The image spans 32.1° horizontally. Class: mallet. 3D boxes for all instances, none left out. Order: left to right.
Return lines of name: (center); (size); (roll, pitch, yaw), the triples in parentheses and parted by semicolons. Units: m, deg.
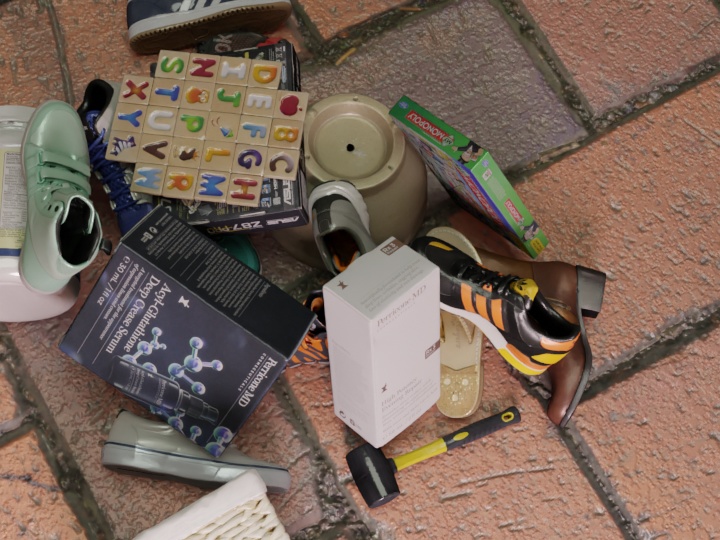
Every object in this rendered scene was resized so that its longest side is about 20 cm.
mallet: (0.086, 0.198, 1.335); (0.199, 0.041, 0.066); (-13, 69, -15)

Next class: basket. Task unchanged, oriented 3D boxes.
basket: (-0.147, 0.314, 1.180); (0.200, 0.198, 0.161); (-30, 77, -17)

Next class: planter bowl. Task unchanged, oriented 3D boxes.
planter bowl: (-0.015, -0.116, 1.401); (0.199, 0.135, 0.201); (2, 67, -5)

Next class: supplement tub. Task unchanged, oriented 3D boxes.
supplement tub: (-0.371, -0.060, 1.339); (0.144, 0.145, 0.201); (-1, 67, -6)

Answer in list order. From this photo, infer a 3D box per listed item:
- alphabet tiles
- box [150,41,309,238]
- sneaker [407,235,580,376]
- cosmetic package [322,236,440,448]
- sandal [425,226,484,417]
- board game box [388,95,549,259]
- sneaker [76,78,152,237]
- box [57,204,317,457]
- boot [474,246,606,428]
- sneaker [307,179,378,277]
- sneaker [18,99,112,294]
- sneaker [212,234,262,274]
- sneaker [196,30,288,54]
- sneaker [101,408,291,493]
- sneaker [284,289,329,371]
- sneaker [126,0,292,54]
alphabet tiles: (-0.158, -0.149, 1.292); (0.199, 0.006, 0.167); (7, 69, 5)
box: (-0.140, -0.136, 1.323); (0.161, 0.049, 0.201); (-8, 69, 6)
sneaker: (0.142, 0.021, 1.296); (0.200, 0.090, 0.070); (40, 49, -6)
cosmetic package: (0.025, 0.076, 1.271); (0.102, 0.200, 0.074); (-37, 55, -28)
sandal: (0.095, 0.052, 1.345); (0.077, 0.070, 0.213); (-7, 82, 19)
board game box: (0.119, -0.099, 1.351); (0.029, 0.200, 0.135); (-47, 52, -3)
sneaker: (-0.268, -0.120, 1.347); (0.080, 0.115, 0.200); (-15, 79, 33)
box: (-0.173, 0.061, 1.254); (0.200, 0.149, 0.107); (34, 27, -3)
boot: (0.159, 0.066, 1.381); (0.199, 0.068, 0.189); (11, 79, 6)
sneaker: (0.000, 0.000, 1.337); (0.074, 0.200, 0.079); (-21, 36, 19)
sneaker: (-0.284, -0.084, 1.228); (0.074, 0.118, 0.201); (9, 74, -34)
sneaker: (-0.179, -0.064, 1.394); (0.077, 0.080, 0.200); (-29, 74, -16)
sneaker: (-0.166, -0.218, 1.451); (0.098, 0.071, 0.201); (27, 49, 15)
sneaker: (-0.167, 0.185, 1.295); (0.199, 0.073, 0.071); (11, 71, 0)
sneaker: (-0.075, 0.061, 1.333); (0.199, 0.112, 0.078); (-9, 68, -9)
sneaker: (-0.188, -0.334, 1.509); (0.199, 0.070, 0.109); (-12, 70, -5)
